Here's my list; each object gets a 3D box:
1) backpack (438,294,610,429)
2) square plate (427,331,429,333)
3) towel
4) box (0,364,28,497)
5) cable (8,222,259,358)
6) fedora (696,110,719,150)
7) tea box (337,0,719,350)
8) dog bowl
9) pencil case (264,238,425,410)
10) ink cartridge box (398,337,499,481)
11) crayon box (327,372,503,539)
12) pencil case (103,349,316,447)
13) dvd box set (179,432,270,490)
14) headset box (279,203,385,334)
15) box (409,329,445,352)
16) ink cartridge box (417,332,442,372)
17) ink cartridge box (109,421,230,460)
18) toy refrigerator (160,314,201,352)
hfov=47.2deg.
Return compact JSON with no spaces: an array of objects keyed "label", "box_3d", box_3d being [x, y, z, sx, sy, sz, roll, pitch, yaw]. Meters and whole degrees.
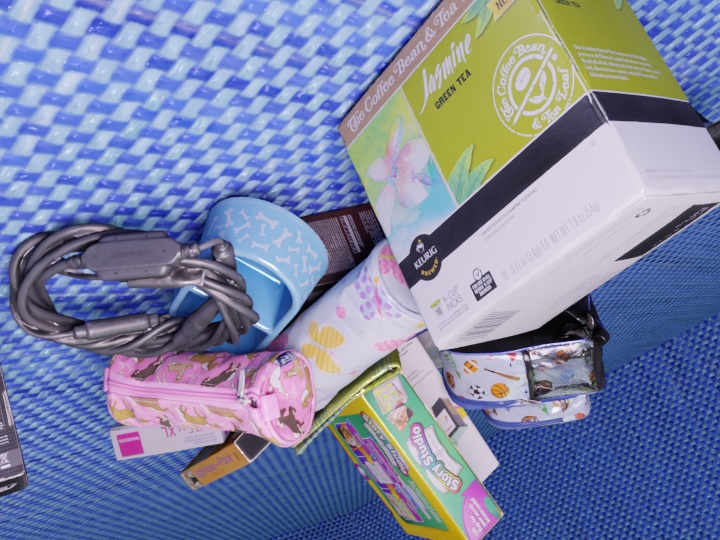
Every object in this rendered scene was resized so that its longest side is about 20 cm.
[{"label":"backpack","box_3d":[0.183,0.091,0.972,0.186,0.157,0.200,-3,-162,6]},{"label":"square plate","box_3d":[0.143,-0.044,0.854,0.199,0.028,0.201,-51,175,-27]},{"label":"towel","box_3d":[-0.012,0.115,0.874,0.143,0.023,0.200,-41,-174,5]},{"label":"box","box_3d":[-0.359,0.108,0.594,0.197,0.162,0.044,-14,158,-26]},{"label":"cable","box_3d":[-0.183,0.021,0.662,0.196,0.052,0.164,-7,150,7]},{"label":"fedora","box_3d":[0.283,-0.120,0.830,0.198,0.092,0.201,-30,163,-10]},{"label":"tea box","box_3d":[0.115,-0.082,0.589,0.132,0.199,0.200,-5,153,-41]},{"label":"dog bowl","box_3d":[-0.105,0.017,0.717,0.110,0.050,0.200,30,142,-11]},{"label":"pencil case","box_3d":[-0.008,0.052,0.741,0.090,0.084,0.200,-28,170,-48]},{"label":"ink cartridge box","box_3d":[0.066,0.191,1.050,0.083,0.202,0.145,-34,-177,-23]},{"label":"crayon box","box_3d":[0.047,0.207,0.927,0.058,0.201,0.172,-38,-176,-25]},{"label":"pencil case","box_3d":[-0.137,0.107,0.734,0.197,0.083,0.087,0,132,30]},{"label":"dvd box set","box_3d":[-0.116,0.169,0.913,0.146,0.029,0.200,-44,-177,-34]},{"label":"headset box","box_3d":[0.000,0.000,0.847,0.197,0.078,0.149,-15,158,-25]},{"label":"box","box_3d":[0.146,0.029,0.816,0.197,0.033,0.121,-23,170,-22]},{"label":"ink cartridge box","box_3d":[0.103,0.081,1.155,0.144,0.085,0.200,-7,154,-36]},{"label":"ink cartridge box","box_3d":[-0.187,0.151,0.923,0.117,0.043,0.200,-10,-170,6]},{"label":"toy refrigerator","box_3d":[-0.142,0.077,0.885,0.197,0.077,0.070,-13,158,-25]}]
